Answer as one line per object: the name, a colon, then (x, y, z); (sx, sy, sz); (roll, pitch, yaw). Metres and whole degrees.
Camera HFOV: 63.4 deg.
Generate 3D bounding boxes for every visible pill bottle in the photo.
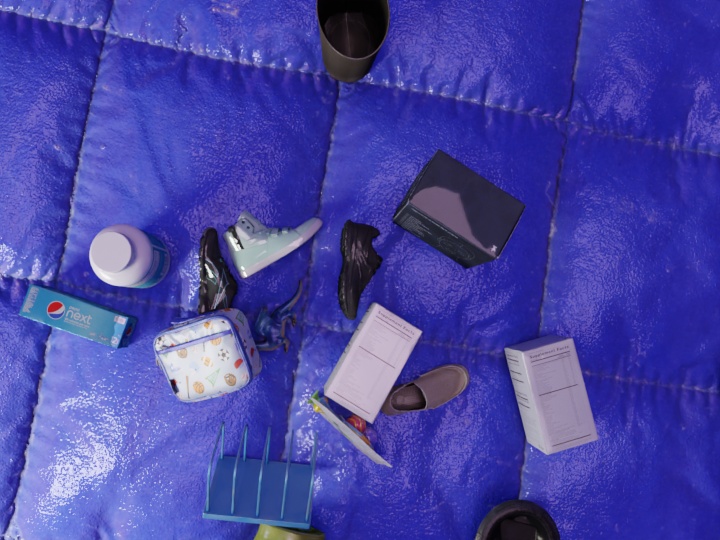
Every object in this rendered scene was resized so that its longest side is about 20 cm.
pill bottle: (-0.431, -0.026, 1.087); (0.108, 0.200, 0.113); (0, 86, -4)

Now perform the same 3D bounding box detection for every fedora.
fedora: (0.302, 0.553, 1.167); (0.196, 0.092, 0.205); (0, 86, -5)

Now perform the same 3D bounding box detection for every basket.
basket: (-0.020, -0.462, 1.148); (0.133, 0.200, 0.184); (-7, 86, -4)

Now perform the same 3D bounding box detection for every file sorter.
file sorter: (-0.181, 0.375, 1.094); (0.196, 0.139, 0.125); (7, 117, -4)

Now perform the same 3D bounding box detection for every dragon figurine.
dragon figurine: (-0.181, 0.105, 1.171); (0.098, 0.059, 0.204); (17, 87, -4)

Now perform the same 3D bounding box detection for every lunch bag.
lunch bag: (-0.297, 0.159, 1.114); (0.197, 0.076, 0.163); (-16, 102, 18)

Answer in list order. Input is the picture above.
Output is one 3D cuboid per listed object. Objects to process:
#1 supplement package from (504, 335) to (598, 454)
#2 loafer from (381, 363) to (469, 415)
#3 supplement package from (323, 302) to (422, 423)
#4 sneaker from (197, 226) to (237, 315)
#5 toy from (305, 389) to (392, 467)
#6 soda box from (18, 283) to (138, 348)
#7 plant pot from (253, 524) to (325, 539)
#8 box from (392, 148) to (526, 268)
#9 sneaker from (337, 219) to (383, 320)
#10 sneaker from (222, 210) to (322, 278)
supplement package: (0.381, 0.244, 1.176); (0.112, 0.110, 0.204); (-13, 88, -5)
loafer: (0.134, 0.249, 1.183); (0.197, 0.068, 0.077); (-21, 88, -6)
supplement package: (0.023, 0.178, 1.158); (0.113, 0.110, 0.202); (31, 85, -2)
sneaker: (-0.287, 0.015, 1.170); (0.078, 0.075, 0.204); (-1, 95, -14)
toy: (-0.017, 0.305, 1.149); (0.199, 0.115, 0.047); (38, 71, -2)
soda box: (-0.546, 0.089, 1.137); (0.197, 0.068, 0.065); (21, 84, -3)
plant pot: (-0.148, 0.580, 1.090); (0.197, 0.201, 0.196); (15, 74, -4)
box: (0.184, -0.112, 1.146); (0.198, 0.197, 0.125); (32, 85, -3)
sneaker: (0.000, 0.000, 1.189); (0.089, 0.076, 0.204); (5, 88, -12)
sneaker: (-0.180, -0.083, 1.172); (0.198, 0.074, 0.120); (-30, 96, -3)
